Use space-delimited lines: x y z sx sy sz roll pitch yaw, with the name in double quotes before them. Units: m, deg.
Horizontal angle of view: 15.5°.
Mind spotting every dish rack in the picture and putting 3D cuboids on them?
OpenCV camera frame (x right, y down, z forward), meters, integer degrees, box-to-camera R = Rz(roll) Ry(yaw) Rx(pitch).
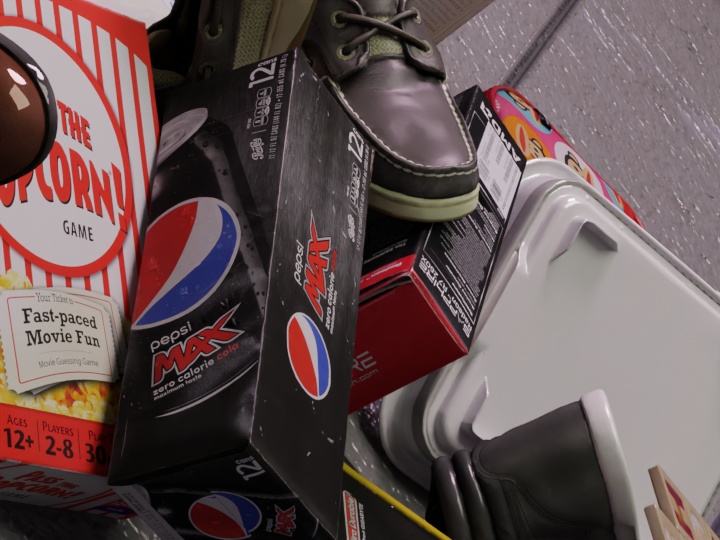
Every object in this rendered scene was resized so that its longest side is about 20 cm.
"dish rack" 0.116 0.061 1.282 0.200 0.172 0.043 37 -14 -30

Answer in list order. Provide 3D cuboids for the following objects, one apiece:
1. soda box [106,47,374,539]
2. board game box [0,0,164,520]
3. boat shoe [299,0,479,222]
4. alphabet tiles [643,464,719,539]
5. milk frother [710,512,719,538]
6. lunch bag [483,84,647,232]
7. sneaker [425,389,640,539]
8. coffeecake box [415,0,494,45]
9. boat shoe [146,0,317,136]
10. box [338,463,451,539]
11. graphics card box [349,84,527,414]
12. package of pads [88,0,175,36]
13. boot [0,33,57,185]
"soda box" -0.043 0.013 1.022 0.071 0.063 0.201 51 31 -40
"board game box" -0.134 -0.014 1.002 0.151 0.046 0.201 16 60 -54
"boat shoe" -0.004 -0.098 1.153 0.071 0.066 0.201 -3 37 -26
"alphabet tiles" 0.164 0.185 1.108 0.167 0.008 0.201 47 24 -53
"milk frother" 0.308 0.198 1.387 0.188 0.200 0.181 40 32 -26
"lunch bag" 0.098 0.017 1.395 0.176 0.082 0.200 45 29 -27
"sneaker" 0.082 0.142 1.224 0.071 0.099 0.201 -101 176 -50
"coffeecake box" 0.044 -0.199 1.422 0.073 0.200 0.154 42 27 -24
"boat shoe" -0.068 -0.084 1.124 0.064 0.201 0.073 8 28 -20
"box" 0.028 0.192 1.080 0.160 0.049 0.201 40 28 -32
"graphics card box" 0.000 0.000 1.180 0.051 0.125 0.200 54 23 -17
"package of pads" -0.138 -0.136 1.183 0.200 0.068 0.155 10 48 -55
"boot" -0.215 -0.046 0.837 0.187 0.069 0.200 19 20 12
